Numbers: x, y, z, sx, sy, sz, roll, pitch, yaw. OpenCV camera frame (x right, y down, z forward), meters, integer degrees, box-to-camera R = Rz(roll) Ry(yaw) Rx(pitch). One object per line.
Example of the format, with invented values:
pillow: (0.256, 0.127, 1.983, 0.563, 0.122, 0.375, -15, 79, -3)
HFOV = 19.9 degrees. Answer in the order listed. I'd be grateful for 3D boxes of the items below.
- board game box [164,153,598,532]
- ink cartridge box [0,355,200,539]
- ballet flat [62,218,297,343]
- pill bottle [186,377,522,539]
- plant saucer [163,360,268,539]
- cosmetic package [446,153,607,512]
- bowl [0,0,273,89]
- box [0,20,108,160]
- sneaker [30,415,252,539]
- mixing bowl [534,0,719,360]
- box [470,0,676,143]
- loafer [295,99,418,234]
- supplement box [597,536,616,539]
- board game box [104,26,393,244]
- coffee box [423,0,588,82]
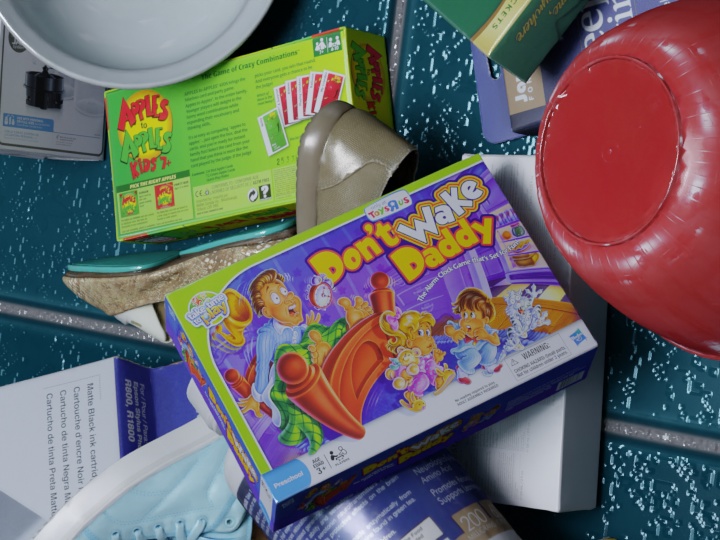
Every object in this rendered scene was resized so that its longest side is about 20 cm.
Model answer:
board game box: (0.010, 0.037, 1.121, 0.199, 0.045, 0.135, -25, 67, -16)
ink cartridge box: (-0.181, 0.160, 1.302, 0.198, 0.041, 0.202, -15, 66, 15)
ballet flat: (-0.114, 0.014, 1.338, 0.199, 0.070, 0.066, -9, 97, 38)
pill bottle: (-0.007, 0.120, 1.166, 0.200, 0.111, 0.111, 49, 114, 17)
plant saucer: (-0.105, 0.159, 1.343, 0.199, 0.032, 0.203, -1, 88, 35)
cosmetic package: (0.099, 0.035, 1.194, 0.082, 0.050, 0.202, 4, 90, 35)
bowl: (-0.147, -0.212, 1.331, 0.199, 0.090, 0.204, 0, 87, -5)
box: (-0.226, -0.179, 1.392, 0.060, 0.116, 0.202, 3, 89, 34)
sneaker: (-0.106, 0.144, 1.240, 0.199, 0.074, 0.082, -31, 75, -14)
mixing bowl: (0.163, -0.055, 1.058, 0.199, 0.108, 0.203, -6, 82, 48)
box: (0.141, -0.152, 1.187, 0.199, 0.032, 0.123, -13, 80, 35)
loafer: (0.000, 0.000, 1.222, 0.067, 0.076, 0.202, 16, 125, 29)
supplement box: (0.086, 0.258, 1.157, 0.200, 0.108, 0.110, -49, 63, 23)
board game box: (-0.073, -0.083, 1.322, 0.198, 0.047, 0.103, -11, 81, 34)
coffee box: (0.067, -0.213, 1.199, 0.123, 0.044, 0.200, -50, 50, 11)
